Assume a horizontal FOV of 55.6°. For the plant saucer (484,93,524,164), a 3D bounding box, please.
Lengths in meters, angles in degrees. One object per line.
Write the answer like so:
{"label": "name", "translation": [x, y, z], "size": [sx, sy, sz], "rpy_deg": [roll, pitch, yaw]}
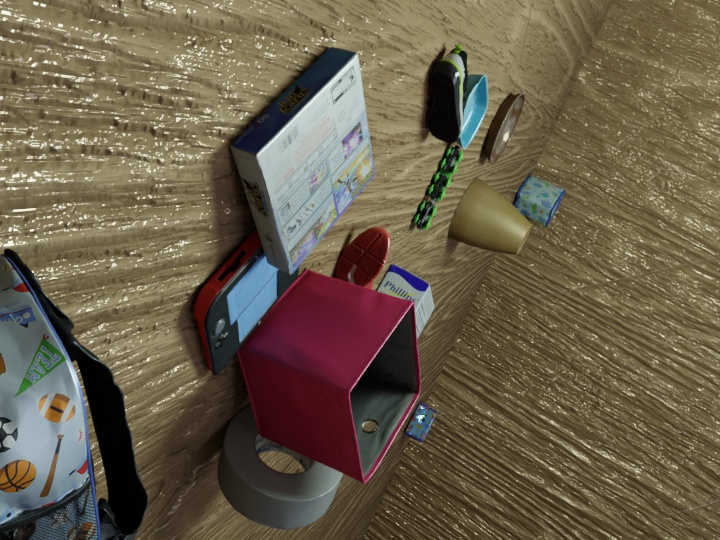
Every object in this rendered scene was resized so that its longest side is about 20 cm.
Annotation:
{"label": "plant saucer", "translation": [0.387, -0.389, 1.853], "size": [0.202, 0.034, 0.202], "rpy_deg": [-55, 163, -26]}

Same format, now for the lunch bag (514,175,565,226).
{"label": "lunch bag", "translation": [0.748, -0.304, 2.847], "size": [0.201, 0.167, 0.129], "rpy_deg": [-52, 161, -36]}

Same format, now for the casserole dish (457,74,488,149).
{"label": "casserole dish", "translation": [0.225, -0.336, 1.434], "size": [0.123, 0.038, 0.200], "rpy_deg": [-62, 164, -4]}

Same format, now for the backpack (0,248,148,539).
{"label": "backpack", "translation": [-0.248, 0.095, 0.444], "size": [0.152, 0.198, 0.195], "rpy_deg": [-19, 133, -47]}

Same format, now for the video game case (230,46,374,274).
{"label": "video game case", "translation": [-0.060, -0.131, 0.820], "size": [0.201, 0.045, 0.184], "rpy_deg": [-52, 148, -31]}

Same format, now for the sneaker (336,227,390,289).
{"label": "sneaker", "translation": [0.000, 0.000, 1.244], "size": [0.202, 0.078, 0.115], "rpy_deg": [-56, 175, 21]}

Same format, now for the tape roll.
{"label": "tape roll", "translation": [-0.125, 0.303, 1.081], "size": [0.200, 0.197, 0.068], "rpy_deg": [-36, 150, -55]}

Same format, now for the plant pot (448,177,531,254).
{"label": "plant pot", "translation": [0.379, -0.133, 1.939], "size": [0.188, 0.197, 0.188], "rpy_deg": [-54, 163, -26]}

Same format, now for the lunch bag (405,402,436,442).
{"label": "lunch bag", "translation": [0.272, 0.698, 3.132], "size": [0.153, 0.092, 0.200], "rpy_deg": [-61, 173, -12]}

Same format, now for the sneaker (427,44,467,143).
{"label": "sneaker", "translation": [0.170, -0.317, 1.239], "size": [0.084, 0.070, 0.202], "rpy_deg": [-55, 162, -24]}

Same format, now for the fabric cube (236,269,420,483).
{"label": "fabric cube", "translation": [-0.039, 0.153, 1.026], "size": [0.197, 0.195, 0.204], "rpy_deg": [-50, 144, -41]}

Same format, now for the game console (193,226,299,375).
{"label": "game console", "translation": [-0.140, 0.025, 0.897], "size": [0.201, 0.031, 0.179], "rpy_deg": [-52, 160, -31]}

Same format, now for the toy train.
{"label": "toy train", "translation": [0.175, -0.182, 1.522], "size": [0.204, 0.041, 0.056], "rpy_deg": [-64, 173, 6]}

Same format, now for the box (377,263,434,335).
{"label": "box", "translation": [0.078, 0.119, 1.578], "size": [0.203, 0.103, 0.184], "rpy_deg": [-58, 163, -11]}
